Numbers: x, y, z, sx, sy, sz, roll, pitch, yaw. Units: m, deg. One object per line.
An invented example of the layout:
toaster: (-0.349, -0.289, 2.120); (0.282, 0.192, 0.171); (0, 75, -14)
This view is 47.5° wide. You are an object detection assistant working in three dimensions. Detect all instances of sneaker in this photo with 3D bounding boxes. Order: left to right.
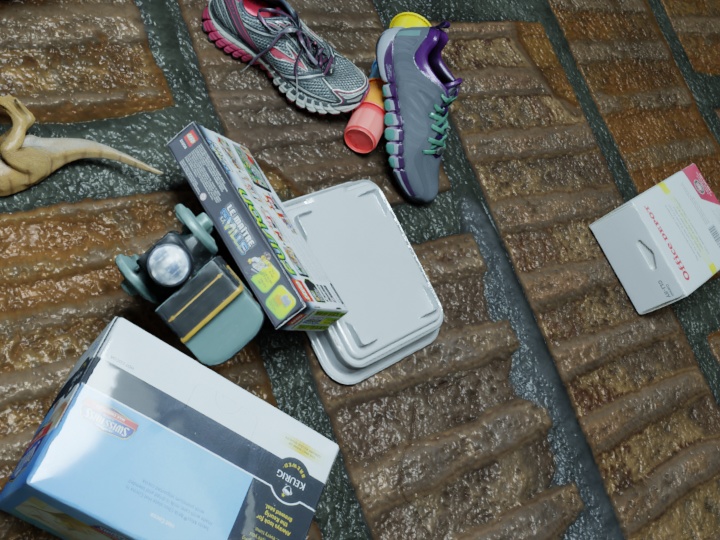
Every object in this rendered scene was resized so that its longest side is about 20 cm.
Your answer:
sneaker: (-0.075, -0.242, 0.889); (0.199, 0.075, 0.081); (28, 55, -17)
sneaker: (0.075, -0.172, 0.914); (0.074, 0.087, 0.202); (-35, 118, -49)

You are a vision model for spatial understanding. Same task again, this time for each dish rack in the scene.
dish rack: (0.000, 0.000, 0.853); (0.171, 0.043, 0.202); (-22, 81, -39)

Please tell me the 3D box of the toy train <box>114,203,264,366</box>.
toy train: (-0.133, 0.014, 0.668); (0.085, 0.200, 0.114); (-40, 97, -7)

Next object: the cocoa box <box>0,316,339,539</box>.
cocoa box: (-0.144, 0.155, 0.617); (0.199, 0.133, 0.132); (34, 56, -17)

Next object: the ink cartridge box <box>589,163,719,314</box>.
ink cartridge box: (0.432, -0.047, 1.148); (0.199, 0.083, 0.146); (-25, 83, -40)

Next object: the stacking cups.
stacking cups: (0.035, -0.223, 0.971); (0.060, 0.060, 0.201); (34, 53, -17)

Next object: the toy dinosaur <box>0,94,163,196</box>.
toy dinosaur: (-0.284, -0.099, 0.705); (0.199, 0.060, 0.107); (-30, 111, -35)

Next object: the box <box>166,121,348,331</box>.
box: (-0.092, -0.038, 0.754); (0.201, 0.035, 0.110); (58, 13, 15)
